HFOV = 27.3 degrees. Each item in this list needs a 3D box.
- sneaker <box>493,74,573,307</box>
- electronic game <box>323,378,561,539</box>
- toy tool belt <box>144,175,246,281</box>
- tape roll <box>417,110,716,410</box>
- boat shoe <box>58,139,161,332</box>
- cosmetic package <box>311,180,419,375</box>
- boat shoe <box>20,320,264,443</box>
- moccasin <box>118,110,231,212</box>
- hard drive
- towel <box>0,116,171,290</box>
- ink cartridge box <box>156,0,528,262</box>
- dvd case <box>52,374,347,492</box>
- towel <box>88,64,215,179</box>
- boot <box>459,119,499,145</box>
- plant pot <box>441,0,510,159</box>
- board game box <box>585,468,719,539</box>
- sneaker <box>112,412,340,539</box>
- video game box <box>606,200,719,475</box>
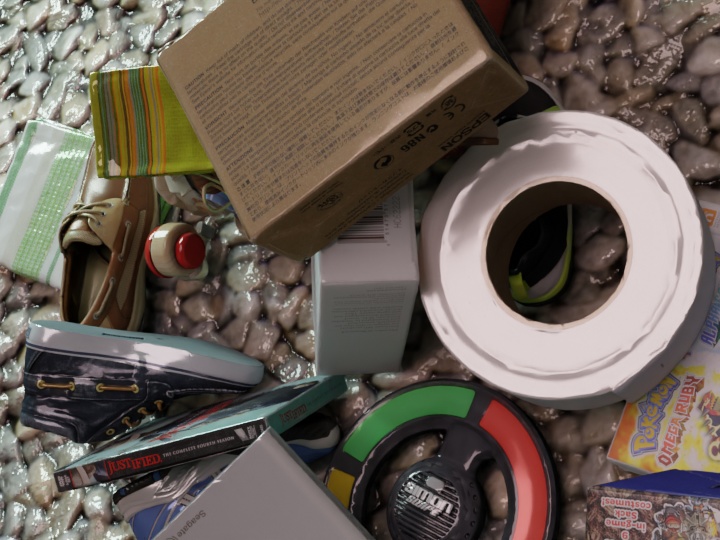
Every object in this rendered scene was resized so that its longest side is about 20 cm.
[{"bbox_3d":[0.124,-0.070,1.130,0.071,0.083,0.201,-17,64,24],"label":"sneaker"},{"bbox_3d":[0.055,0.179,1.105,0.199,0.042,0.201,-11,67,27],"label":"electronic game"},{"bbox_3d":[-0.110,-0.089,1.255,0.122,0.125,0.201,2,74,40],"label":"toy tool belt"},{"bbox_3d":[0.143,-0.005,1.028,0.201,0.071,0.204,-4,78,19],"label":"tape roll"},{"bbox_3d":[-0.225,-0.027,1.301,0.075,0.074,0.201,-10,70,26],"label":"boat shoe"},{"bbox_3d":[0.000,0.000,1.104,0.071,0.200,0.102,-2,69,-4],"label":"cosmetic package"},{"bbox_3d":[-0.183,0.100,1.234,0.199,0.071,0.092,9,96,-1],"label":"boat shoe"},{"bbox_3d":[-0.110,-0.089,1.170,0.200,0.074,0.078,20,100,13],"label":"moccasin"},{"bbox_3d":[-0.044,0.230,1.055,0.132,0.027,0.200,-43,87,5],"label":"hard drive"},{"bbox_3d":[-0.264,-0.054,1.392,0.199,0.031,0.150,19,85,32],"label":"towel"},{"bbox_3d":[-0.015,-0.131,0.980,0.200,0.075,0.165,-36,64,17],"label":"ink cartridge box"},{"bbox_3d":[-0.125,0.127,1.175,0.199,0.146,0.022,-18,93,25],"label":"dvd case"},{"bbox_3d":[-0.131,-0.115,1.120,0.199,0.018,0.087,-1,100,37],"label":"towel"},{"bbox_3d":[0.016,-0.164,1.044,0.199,0.070,0.147,7,92,34],"label":"boot"},{"bbox_3d":[0.030,-0.201,1.180,0.200,0.200,0.197,11,85,33],"label":"plant pot"},{"bbox_3d":[0.207,0.229,0.899,0.096,0.159,0.202,2,87,31],"label":"board game box"},{"bbox_3d":[-0.099,0.173,1.192,0.199,0.076,0.077,-25,88,18],"label":"sneaker"},{"bbox_3d":[0.285,0.066,1.009,0.181,0.047,0.201,16,81,36],"label":"video game box"}]
